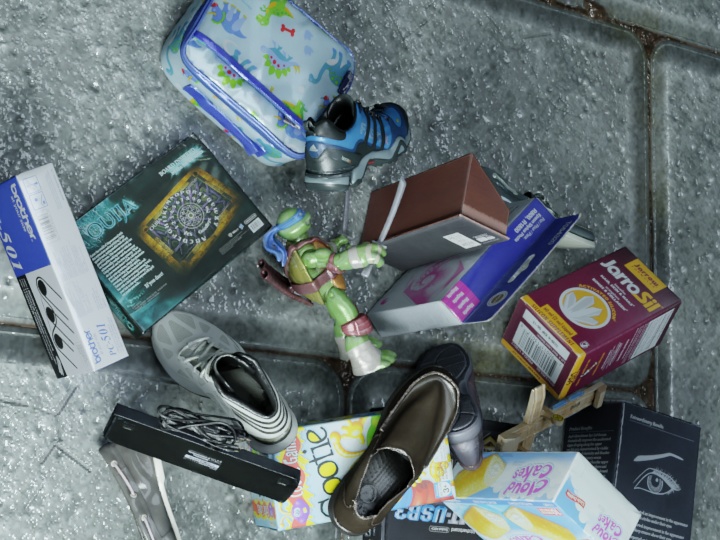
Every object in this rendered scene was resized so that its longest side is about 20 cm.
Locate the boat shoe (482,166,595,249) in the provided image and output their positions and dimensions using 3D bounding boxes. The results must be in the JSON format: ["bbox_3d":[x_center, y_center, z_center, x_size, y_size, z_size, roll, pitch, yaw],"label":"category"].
[{"bbox_3d":[0.217,-0.075,1.804,0.198,0.073,0.062,18,76,-26],"label":"boat shoe"}]

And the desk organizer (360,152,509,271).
[{"bbox_3d":[0.084,-0.063,1.631,0.071,0.199,0.078,23,68,-29],"label":"desk organizer"}]

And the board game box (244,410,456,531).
[{"bbox_3d":[-0.013,0.208,1.545,0.198,0.105,0.104,-7,86,-18],"label":"board game box"}]

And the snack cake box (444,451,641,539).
[{"bbox_3d":[0.195,0.260,1.596,0.115,0.199,0.067,45,61,-21],"label":"snack cake box"}]

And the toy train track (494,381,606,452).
[{"bbox_3d":[0.235,0.179,1.709,0.199,0.032,0.116,-21,131,-42],"label":"toy train track"}]

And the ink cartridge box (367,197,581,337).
[{"bbox_3d":[0.128,-0.007,1.652,0.196,0.199,0.043,-46,108,-32],"label":"ink cartridge box"}]

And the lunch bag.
[{"bbox_3d":[-0.111,-0.223,1.594,0.200,0.082,0.162,42,64,-21],"label":"lunch bag"}]

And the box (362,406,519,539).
[{"bbox_3d":[0.095,0.269,1.678,0.198,0.050,0.201,12,75,-32],"label":"box"}]

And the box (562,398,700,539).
[{"bbox_3d":[0.333,0.276,1.807,0.147,0.104,0.202,20,71,-31],"label":"box"}]

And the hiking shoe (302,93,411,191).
[{"bbox_3d":[0.001,-0.157,1.591,0.200,0.074,0.088,-46,135,-54],"label":"hiking shoe"}]

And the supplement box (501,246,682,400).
[{"bbox_3d":[0.288,0.063,1.795,0.199,0.086,0.110,-24,57,-35],"label":"supplement box"}]

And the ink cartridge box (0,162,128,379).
[{"bbox_3d":[-0.300,0.003,1.415,0.044,0.094,0.202,-24,96,-35],"label":"ink cartridge box"}]

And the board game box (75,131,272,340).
[{"bbox_3d":[-0.204,-0.040,1.513,0.136,0.028,0.200,50,57,-2],"label":"board game box"}]

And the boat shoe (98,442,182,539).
[{"bbox_3d":[-0.213,0.262,1.458,0.056,0.067,0.202,-15,86,-16],"label":"boat shoe"}]

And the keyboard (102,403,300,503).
[{"bbox_3d":[-0.147,0.167,1.413,0.198,0.104,0.040,21,58,-12],"label":"keyboard"}]

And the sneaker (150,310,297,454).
[{"bbox_3d":[-0.141,0.088,1.450,0.200,0.116,0.076,40,70,22],"label":"sneaker"}]

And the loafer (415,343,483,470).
[{"bbox_3d":[0.105,0.155,1.644,0.071,0.200,0.063,-17,115,4],"label":"loafer"}]

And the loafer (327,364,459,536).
[{"bbox_3d":[0.045,0.186,1.473,0.073,0.071,0.201,35,75,-10],"label":"loafer"}]

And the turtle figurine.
[{"bbox_3d":[0.000,0.000,1.591,0.200,0.143,0.196,-36,113,-40],"label":"turtle figurine"}]
